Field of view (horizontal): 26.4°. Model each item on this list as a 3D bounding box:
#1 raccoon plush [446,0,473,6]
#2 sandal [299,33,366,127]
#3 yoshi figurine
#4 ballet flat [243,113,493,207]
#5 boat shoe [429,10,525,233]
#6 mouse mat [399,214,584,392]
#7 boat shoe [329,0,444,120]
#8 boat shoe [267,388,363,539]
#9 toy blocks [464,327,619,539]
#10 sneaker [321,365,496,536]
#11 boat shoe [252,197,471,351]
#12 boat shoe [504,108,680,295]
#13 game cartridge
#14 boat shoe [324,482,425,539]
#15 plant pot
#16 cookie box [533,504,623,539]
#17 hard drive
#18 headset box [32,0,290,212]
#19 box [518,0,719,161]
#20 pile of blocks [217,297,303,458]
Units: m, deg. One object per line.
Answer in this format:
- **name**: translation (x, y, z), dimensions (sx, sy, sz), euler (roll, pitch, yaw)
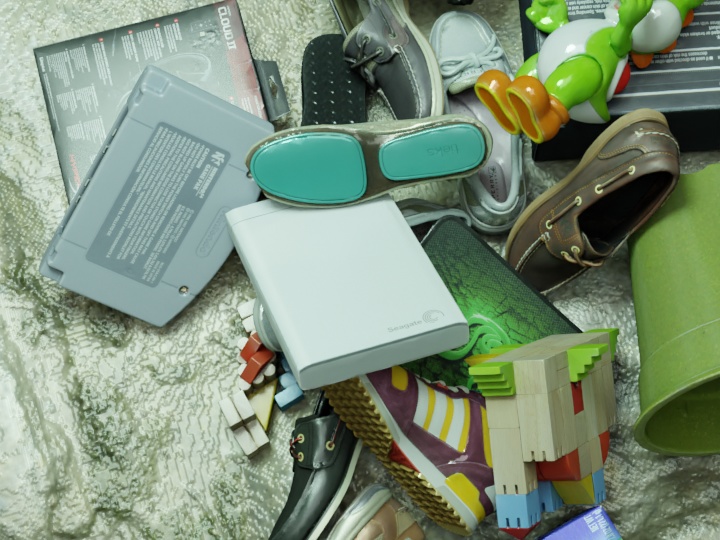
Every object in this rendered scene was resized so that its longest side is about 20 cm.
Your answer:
- **raccoon plush**: translation (0.045, -0.300, 1.323), dimensions (0.134, 0.200, 0.097), euler (14, 119, -5)
- **sandal**: translation (-0.025, -0.111, 1.324), dimensions (0.075, 0.048, 0.201), euler (8, 62, 1)
- **yoshi figurine**: translation (0.181, -0.195, 1.188), dimensions (0.200, 0.112, 0.112), euler (-38, 72, -10)
- **ballet flat**: translation (0.007, -0.089, 1.233), dimensions (0.199, 0.062, 0.068), euler (-4, 101, -2)
- **boat shoe**: translation (0.102, -0.134, 1.307), dimensions (0.074, 0.065, 0.203), euler (-6, 74, -2)
- **mouse mat**: translation (0.094, 0.073, 1.249), dimensions (0.200, 0.008, 0.161), euler (41, 78, -17)
- **boat shoe**: translation (0.015, -0.192, 1.306), dimensions (0.065, 0.072, 0.200), euler (-3, 60, -27)
- **boat shoe**: translation (-0.030, 0.141, 1.234), dimensions (0.063, 0.074, 0.202), euler (31, 70, -12)
- **toy blocks**: translation (0.153, 0.126, 1.195), dimensions (0.100, 0.200, 0.137), euler (-5, 94, 28)
- **sneaker**: translation (0.047, 0.109, 1.198), dimensions (0.090, 0.075, 0.200), euler (-44, 108, -24)
- **boat shoe**: translation (0.001, 0.001, 1.249), dimensions (0.202, 0.065, 0.075), euler (-29, 107, -28)
- **boat shoe**: translation (0.183, -0.040, 1.228), dimensions (0.070, 0.200, 0.070), euler (12, 45, -25)
- **game cartridge**: translation (-0.159, -0.055, 1.247), dimensions (0.133, 0.040, 0.200), euler (26, 110, -19)
- **boat shoe**: translation (-0.025, 0.262, 1.209), dimensions (0.072, 0.076, 0.200), euler (39, 80, 7)
- **plant pot**: translation (0.292, 0.024, 1.226), dimensions (0.199, 0.200, 0.190), euler (-11, 63, -3)
- **cookie box**: translation (0.142, 0.306, 1.195), dimensions (0.200, 0.075, 0.171), euler (-29, 78, -6)
- **hard drive**: translation (-0.015, 0.003, 1.181), dimensions (0.132, 0.027, 0.200), euler (-15, 42, -12)
- **headset box**: translation (-0.162, -0.135, 1.310), dimensions (0.199, 0.077, 0.149), euler (-15, 76, -5)
- **box**: translation (0.238, -0.207, 1.303), dimensions (0.199, 0.123, 0.199), euler (-3, 75, 1)
- **pile of blocks**: translation (-0.068, 0.054, 1.268), dimensions (0.082, 0.062, 0.201), euler (7, 76, 2)
